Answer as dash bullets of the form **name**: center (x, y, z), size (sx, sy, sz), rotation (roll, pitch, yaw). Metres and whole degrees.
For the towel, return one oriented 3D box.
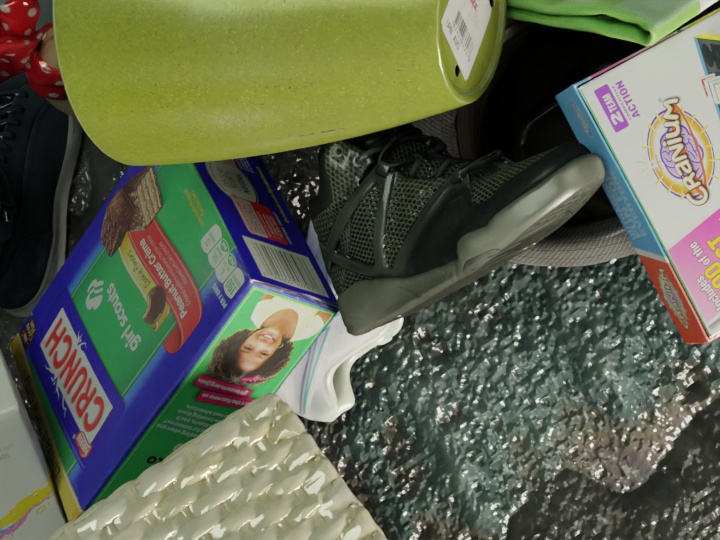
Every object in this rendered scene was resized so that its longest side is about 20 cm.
- **towel**: center (0.163, -0.187, 1.156), size (0.149, 0.200, 0.031), rotation (15, 130, 42)

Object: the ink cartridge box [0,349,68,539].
- **ink cartridge box**: center (-0.230, 0.109, 1.272), size (0.067, 0.201, 0.117), rotation (-23, 35, -9)

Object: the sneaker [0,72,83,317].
- **sneaker**: center (-0.252, -0.082, 1.370), size (0.077, 0.146, 0.203), rotation (-8, 75, 27)

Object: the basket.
- **basket**: center (-0.062, 0.212, 1.169), size (0.200, 0.161, 0.198), rotation (-32, 62, -15)

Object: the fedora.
- **fedora**: center (0.136, -0.084, 1.204), size (0.199, 0.090, 0.178), rotation (-16, 73, 23)

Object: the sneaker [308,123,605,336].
- **sneaker**: center (0.040, -0.046, 1.134), size (0.199, 0.076, 0.115), rotation (-28, 87, 48)

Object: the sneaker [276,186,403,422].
- **sneaker**: center (0.000, 0.000, 1.275), size (0.080, 0.070, 0.201), rotation (31, 102, 23)

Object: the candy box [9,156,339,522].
- **candy box**: center (-0.120, 0.035, 1.268), size (0.200, 0.077, 0.169), rotation (-54, 41, 22)

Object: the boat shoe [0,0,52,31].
- **boat shoe**: center (-0.157, -0.215, 1.374), size (0.200, 0.071, 0.070), rotation (-25, 41, 30)

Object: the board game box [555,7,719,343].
- **board game box**: center (0.226, -0.075, 1.107), size (0.199, 0.040, 0.153), rotation (-28, 91, -10)

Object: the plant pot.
- **plant pot**: center (-0.030, -0.141, 1.117), size (0.199, 0.187, 0.188), rotation (7, 83, 25)

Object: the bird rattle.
- **bird rattle**: center (-0.158, -0.124, 1.318), size (0.199, 0.163, 0.113), rotation (-15, 61, 21)
